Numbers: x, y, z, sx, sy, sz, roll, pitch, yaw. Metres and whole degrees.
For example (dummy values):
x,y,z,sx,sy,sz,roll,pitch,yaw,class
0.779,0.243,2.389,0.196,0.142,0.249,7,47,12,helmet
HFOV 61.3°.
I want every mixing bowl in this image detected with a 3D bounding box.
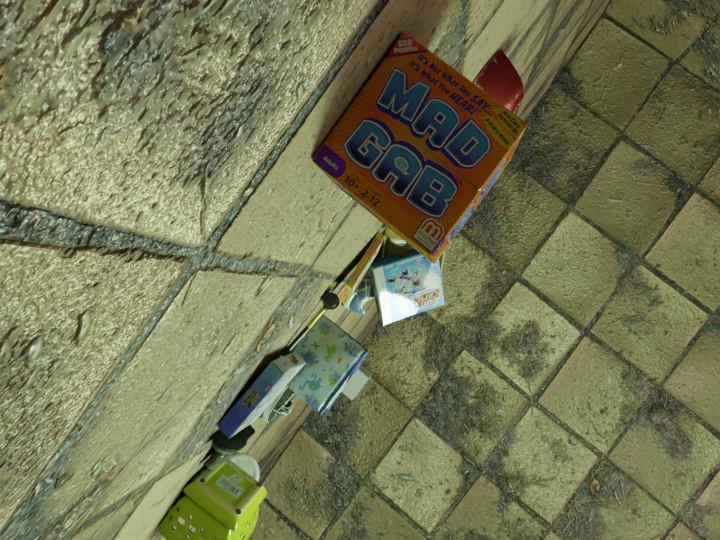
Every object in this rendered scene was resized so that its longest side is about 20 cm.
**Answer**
x,y,z,sx,sy,sz,roll,pitch,yaw,class
0.327,-0.416,1.481,0.201,0.108,0.200,-52,173,-9,mixing bowl

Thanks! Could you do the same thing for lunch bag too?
x,y,z,sx,sy,sz,roll,pitch,yaw,class
-0.099,0.239,1.586,0.202,0.169,0.127,-54,172,0,lunch bag

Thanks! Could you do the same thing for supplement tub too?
x,y,z,sx,sy,sz,roll,pitch,yaw,class
-0.379,0.652,1.904,0.123,0.122,0.201,-48,171,-28,supplement tub

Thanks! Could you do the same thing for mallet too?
x,y,z,sx,sy,sz,roll,pitch,yaw,class
-0.123,0.132,1.485,0.200,0.041,0.066,-48,173,-11,mallet

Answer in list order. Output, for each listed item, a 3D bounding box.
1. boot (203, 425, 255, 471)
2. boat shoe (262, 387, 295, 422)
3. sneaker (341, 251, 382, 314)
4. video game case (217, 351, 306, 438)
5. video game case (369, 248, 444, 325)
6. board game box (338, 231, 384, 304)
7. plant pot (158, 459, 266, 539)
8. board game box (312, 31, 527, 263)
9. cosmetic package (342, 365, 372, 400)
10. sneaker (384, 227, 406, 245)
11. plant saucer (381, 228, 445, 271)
x,y,z,sx,sy,sz,roll,pitch,yaw,class
-0.336,0.444,1.486,0.131,0.068,0.200,-48,171,4,boot
-0.239,0.412,1.873,0.201,0.068,0.073,-57,170,27,boat shoe
0.026,0.037,1.782,0.202,0.076,0.076,-57,170,9,sneaker
-0.229,0.288,1.436,0.201,0.045,0.181,-49,173,7,video game case
0.133,0.039,1.712,0.196,0.046,0.185,-18,119,-11,video game case
0.000,0.000,1.575,0.201,0.030,0.096,-55,174,-29,board game box
-0.371,0.621,1.583,0.184,0.198,0.199,-61,169,20,plant pot
0.084,-0.155,0.851,0.201,0.199,0.200,-52,172,4,board game box
-0.048,0.628,3.554,0.167,0.166,0.200,-52,171,3,cosmetic package
0.121,-0.142,1.630,0.201,0.074,0.077,-60,173,-46,sneaker
0.142,-0.034,1.744,0.048,0.195,0.204,-129,-139,-60,plant saucer
